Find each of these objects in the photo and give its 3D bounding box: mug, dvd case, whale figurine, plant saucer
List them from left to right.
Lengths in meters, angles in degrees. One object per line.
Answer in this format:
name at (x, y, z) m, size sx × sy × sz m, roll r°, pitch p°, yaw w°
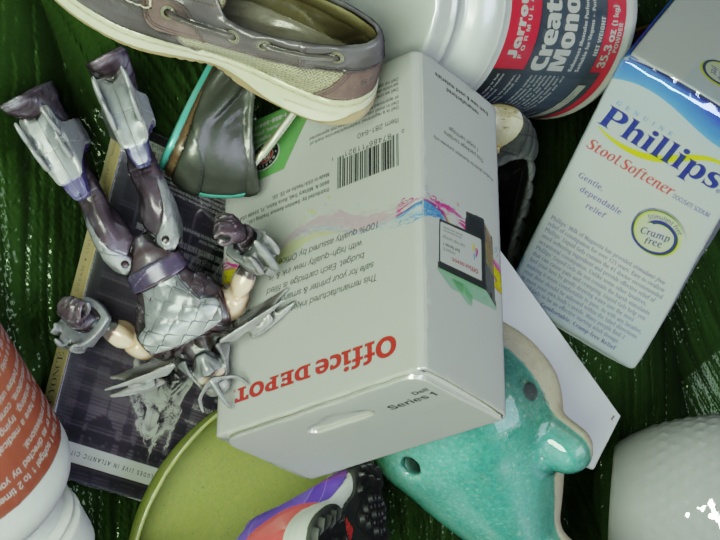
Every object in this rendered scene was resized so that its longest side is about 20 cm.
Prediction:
dvd case at (-0.111, 0.033, 1.224) m, size 0.148 × 0.016 × 0.202 m, roll 24°, pitch 75°, yaw -48°
plant saucer at (-0.070, 0.160, 1.253) m, size 0.199 × 0.031 × 0.202 m, roll -20°, pitch 118°, yaw -43°
whale figurine at (0.072, 0.128, 1.320) m, size 0.104 × 0.158 × 0.201 m, roll -38°, pitch 111°, yaw -46°
mug at (0.272, 0.169, 1.555) m, size 0.200 × 0.174 × 0.149 m, roll -57°, pitch 149°, yaw -73°

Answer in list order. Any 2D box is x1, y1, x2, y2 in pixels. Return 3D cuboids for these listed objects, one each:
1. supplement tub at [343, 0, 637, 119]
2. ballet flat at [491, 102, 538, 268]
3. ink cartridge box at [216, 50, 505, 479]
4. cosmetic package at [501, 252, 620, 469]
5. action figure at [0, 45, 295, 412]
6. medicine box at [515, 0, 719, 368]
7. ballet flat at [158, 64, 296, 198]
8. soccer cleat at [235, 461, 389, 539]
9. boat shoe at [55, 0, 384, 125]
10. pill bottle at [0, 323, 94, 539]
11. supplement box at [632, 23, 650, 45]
supplement tub at (0.065, -0.165, 1.310) m, size 0.199 × 0.140 × 0.142 m, roll -4°, pitch 96°, yaw -48°
ballet flat at (0.085, -0.046, 1.347) m, size 0.200 × 0.066 × 0.057 m, roll 78°, pitch 0°, yaw -63°
ink cartridge box at (0.000, 0.000, 1.191) m, size 0.084 × 0.144 × 0.201 m, roll 31°, pitch 49°, yaw -44°
cosmetic package at (0.089, 0.053, 1.402) m, size 0.200 × 0.082 × 0.051 m, roll 51°, pitch 57°, yaw -37°
action figure at (-0.117, -0.013, 1.138) m, size 0.129 × 0.069 × 0.201 m, roll -27°, pitch 96°, yaw -3°
medicine box at (0.203, -0.072, 1.404) m, size 0.182 × 0.102 × 0.201 m, roll -48°, pitch 165°, yaw -54°
ballet flat at (-0.053, -0.132, 1.209) m, size 0.068 × 0.068 × 0.201 m, roll 19°, pitch 82°, yaw -5°
soccer cleat at (-0.031, 0.151, 1.204) m, size 0.200 × 0.073 × 0.069 m, roll -25°, pitch 106°, yaw -75°
boat shoe at (-0.077, -0.146, 1.130) m, size 0.072 × 0.199 × 0.065 m, roll -63°, pitch 179°, yaw -43°
pill bottle at (-0.212, 0.076, 1.043) m, size 0.112 × 0.112 × 0.201 m, roll -48°, pitch 126°, yaw -34°
supplement box at (0.290, -0.115, 1.523) m, size 0.103 × 0.199 × 0.132 m, roll -21°, pitch 108°, yaw -47°
